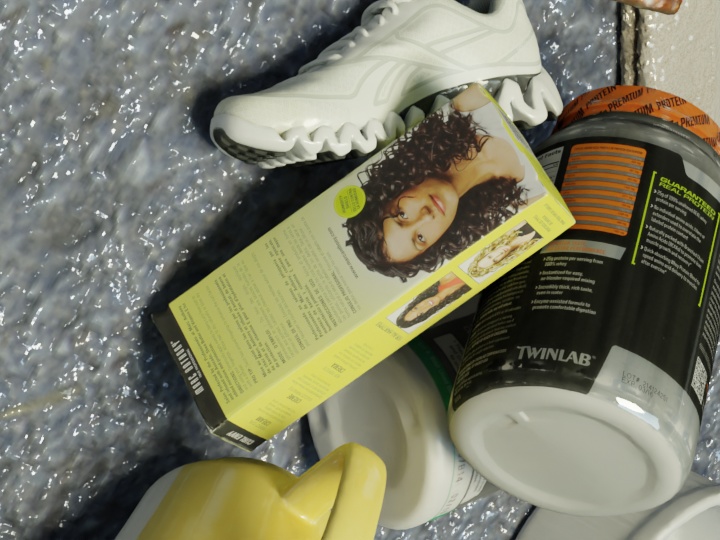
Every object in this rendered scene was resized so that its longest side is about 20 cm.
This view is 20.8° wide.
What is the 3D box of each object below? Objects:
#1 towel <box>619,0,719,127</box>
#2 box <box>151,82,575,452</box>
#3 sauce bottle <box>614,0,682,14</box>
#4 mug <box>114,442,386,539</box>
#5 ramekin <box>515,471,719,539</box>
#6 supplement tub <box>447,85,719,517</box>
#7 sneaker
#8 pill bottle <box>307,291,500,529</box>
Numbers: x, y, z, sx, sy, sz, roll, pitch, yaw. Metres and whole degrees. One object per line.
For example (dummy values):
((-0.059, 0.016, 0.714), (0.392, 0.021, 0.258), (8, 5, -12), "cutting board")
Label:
((0.208, -0.105, 1.184), (0.132, 0.034, 0.201), (-27, 127, -33), "towel")
((0.000, 0.000, 0.948), (0.200, 0.075, 0.050), (-37, 153, 10), "box")
((0.171, -0.241, 1.054), (0.066, 0.066, 0.201), (2, 108, -44), "sauce bottle")
((-0.054, 0.170, 0.951), (0.154, 0.185, 0.150), (-70, 143, -51), "mug")
((0.177, 0.215, 1.271), (0.200, 0.098, 0.202), (-22, 125, -35), "ramekin")
((0.123, 0.012, 0.987), (0.123, 0.122, 0.201), (58, 41, -43), "supplement tub")
((0.009, -0.097, 0.981), (0.199, 0.075, 0.082), (-13, 96, -34), "sneaker")
((0.078, 0.060, 1.085), (0.199, 0.113, 0.114), (-18, 122, -37), "pill bottle")
